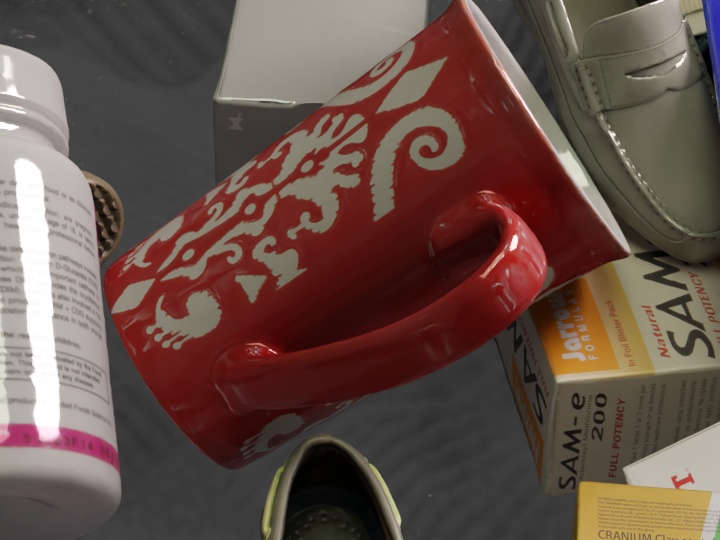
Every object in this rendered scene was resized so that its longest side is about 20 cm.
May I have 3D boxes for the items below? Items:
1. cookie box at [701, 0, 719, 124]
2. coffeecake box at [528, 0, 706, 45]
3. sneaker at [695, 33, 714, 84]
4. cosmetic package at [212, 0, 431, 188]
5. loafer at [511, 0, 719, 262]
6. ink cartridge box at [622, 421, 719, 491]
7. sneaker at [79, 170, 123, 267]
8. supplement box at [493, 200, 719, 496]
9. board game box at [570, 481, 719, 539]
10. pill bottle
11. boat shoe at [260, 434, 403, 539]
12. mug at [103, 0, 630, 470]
[{"bbox_3d":[0.259,-0.069,0.915,0.199,0.075,0.172,-14,51,17],"label":"cookie box"},{"bbox_3d":[0.160,-0.170,1.124,0.153,0.073,0.200,-17,12,4],"label":"coffeecake box"},{"bbox_3d":[0.199,-0.095,1.103,0.200,0.095,0.079,-40,94,-32],"label":"sneaker"},{"bbox_3d":[-0.016,-0.113,1.134,0.106,0.090,0.200,5,43,3],"label":"cosmetic package"},{"bbox_3d":[0.120,-0.098,0.967,0.070,0.070,0.200,-25,77,-17],"label":"loafer"},{"bbox_3d":[0.222,0.108,0.827,0.200,0.083,0.147,-26,42,8],"label":"ink cartridge box"},{"bbox_3d":[-0.207,0.012,1.005,0.200,0.071,0.075,-28,22,-28],"label":"sneaker"},{"bbox_3d":[0.168,0.027,0.984,0.199,0.074,0.126,-6,40,-9],"label":"supplement box"},{"bbox_3d":[0.139,0.162,0.725,0.152,0.200,0.040,5,39,2],"label":"board game box"},{"bbox_3d":[-0.166,0.012,0.900,0.113,0.113,0.201,-5,67,-9],"label":"pill bottle"},{"bbox_3d":[-0.008,0.152,0.837,0.072,0.060,0.202,-3,40,-6],"label":"boat shoe"},{"bbox_3d":[-0.006,-0.010,0.903,0.200,0.178,0.134,-32,86,10],"label":"mug"}]
